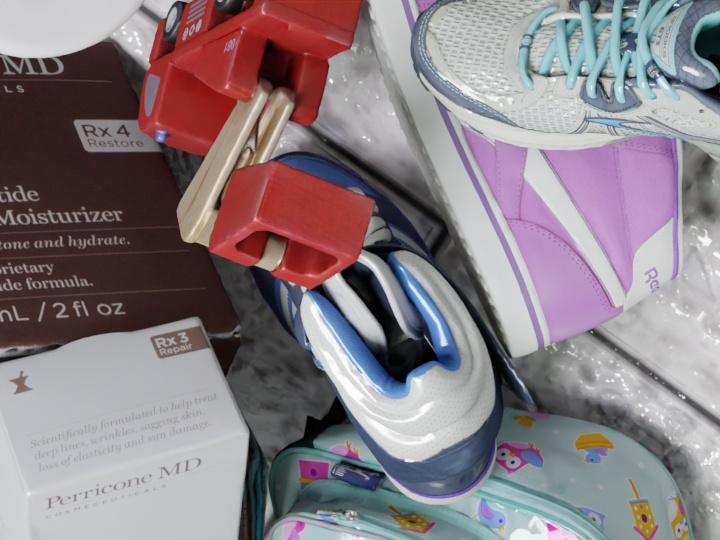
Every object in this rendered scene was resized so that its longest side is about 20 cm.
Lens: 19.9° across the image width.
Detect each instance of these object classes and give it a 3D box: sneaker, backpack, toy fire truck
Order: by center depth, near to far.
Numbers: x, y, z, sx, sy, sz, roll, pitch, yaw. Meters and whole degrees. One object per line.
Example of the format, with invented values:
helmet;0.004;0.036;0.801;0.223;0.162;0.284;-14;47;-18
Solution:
sneaker;0.117;-0.088;0.818;0.199;0.078;0.086;9;170;9
toy fire truck;-0.050;-0.060;0.889;0.049;0.142;0.200;19;166;-24
sneaker;0.075;-0.073;0.899;0.114;0.073;0.201;-24;84;-1
sneaker;0.000;0.000;0.903;0.201;0.080;0.147;61;174;26
backpack;0.058;0.156;0.996;0.199;0.153;0.177;5;117;21

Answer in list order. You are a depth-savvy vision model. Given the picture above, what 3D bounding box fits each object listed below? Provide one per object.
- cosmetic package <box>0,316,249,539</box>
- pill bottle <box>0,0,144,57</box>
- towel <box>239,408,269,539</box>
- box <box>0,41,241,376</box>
cosmetic package;-0.112;0.118;0.921;0.201;0.101;0.074;98;151;-50
pill bottle;-0.168;-0.164;0.896;0.200;0.114;0.115;29;142;59
towel;-0.090;0.092;1.044;0.200;0.022;0.147;-124;31;-49
box;-0.181;0.015;0.981;0.201;0.165;0.165;63;143;35
